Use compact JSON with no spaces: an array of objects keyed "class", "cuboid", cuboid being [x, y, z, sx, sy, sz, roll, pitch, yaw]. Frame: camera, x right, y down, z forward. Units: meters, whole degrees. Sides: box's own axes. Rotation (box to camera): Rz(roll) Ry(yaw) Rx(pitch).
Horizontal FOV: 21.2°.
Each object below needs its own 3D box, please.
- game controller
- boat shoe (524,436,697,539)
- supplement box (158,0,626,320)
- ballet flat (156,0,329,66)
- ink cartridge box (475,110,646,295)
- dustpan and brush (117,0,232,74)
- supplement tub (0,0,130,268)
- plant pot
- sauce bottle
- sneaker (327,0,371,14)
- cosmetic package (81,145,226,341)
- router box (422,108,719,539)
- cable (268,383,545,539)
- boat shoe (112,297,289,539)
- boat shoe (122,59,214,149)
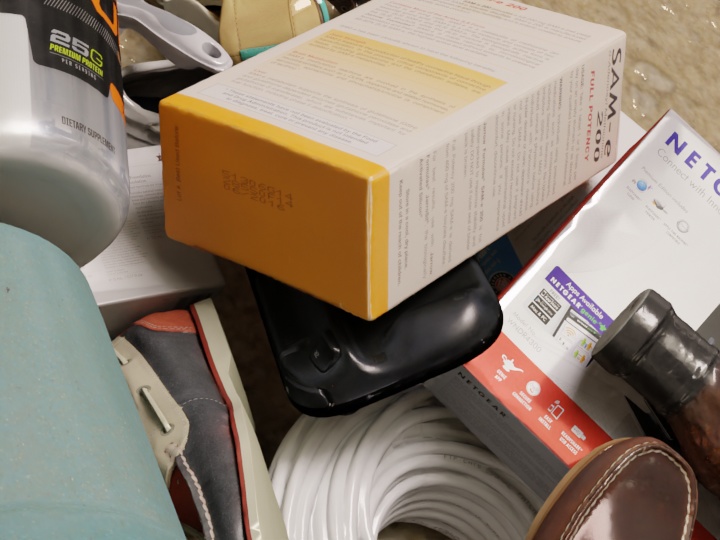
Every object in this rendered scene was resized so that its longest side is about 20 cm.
[{"class":"game controller","cuboid":[0.000,0.000,0.914,0.104,0.042,0.200,-15,30,-5]},{"class":"boat shoe","cuboid":[0.090,0.158,0.799,0.070,0.070,0.201,31,74,-8]},{"class":"supplement box","cuboid":[0.019,-0.063,0.896,0.125,0.074,0.200,22,36,34]},{"class":"ballet flat","cuboid":[-0.079,-0.155,0.999,0.063,0.069,0.200,-20,31,-15]},{"class":"ink cartridge box","cuboid":[0.161,0.017,1.021,0.200,0.115,0.068,39,48,-1]},{"class":"dustpan and brush","cuboid":[-0.139,-0.136,0.954,0.200,0.057,0.139,39,47,21]},{"class":"supplement tub","cuboid":[-0.165,-0.102,0.835,0.122,0.123,0.201,7,57,-26]},{"class":"plant pot","cuboid":[-0.155,0.099,0.735,0.199,0.201,0.197,2,50,-29]},{"class":"sauce bottle","cuboid":[0.189,0.087,0.843,0.200,0.066,0.066,43,47,-1]},{"class":"sneaker","cuboid":[0.020,-0.154,1.040,0.076,0.070,0.200,62,17,13]},{"class":"cosmetic package","cuboid":[-0.168,-0.001,0.882,0.199,0.051,0.083,-10,66,-35]},{"class":"router box","cuboid":[0.159,0.054,0.909,0.200,0.049,0.180,43,65,1]},{"class":"cable","cuboid":[0.040,0.140,0.893,0.199,0.069,0.201,1,60,-30]},{"class":"boat shoe","cuboid":[-0.073,0.081,0.828,0.062,0.072,0.200,-17,33,-5]},{"class":"boat shoe","cuboid":[-0.050,-0.081,0.999,0.199,0.066,0.072,1,57,-30]}]
